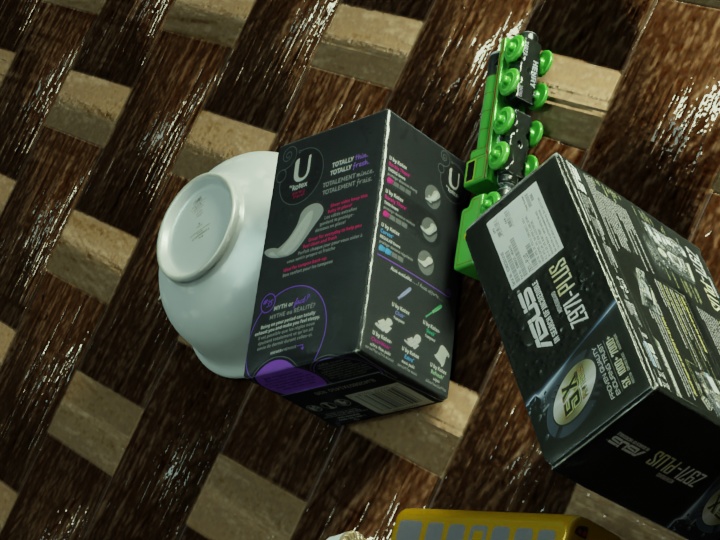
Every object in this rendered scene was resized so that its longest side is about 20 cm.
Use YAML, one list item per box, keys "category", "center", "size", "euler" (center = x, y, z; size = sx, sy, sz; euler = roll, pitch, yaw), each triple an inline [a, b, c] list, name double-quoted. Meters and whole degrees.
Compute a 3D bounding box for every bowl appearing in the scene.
- category: "bowl"
  center: [-0.105, -0.020, 1.648]
  size: [0.200, 0.090, 0.203]
  euler: [-25, 52, 36]

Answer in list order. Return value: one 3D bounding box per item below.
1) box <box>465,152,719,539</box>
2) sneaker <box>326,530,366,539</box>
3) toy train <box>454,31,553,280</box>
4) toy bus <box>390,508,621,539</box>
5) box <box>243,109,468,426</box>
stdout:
- category: "box"
  center: [0.169, 0.050, 1.247]
  size: [0.086, 0.163, 0.201]
  euler: [-40, 44, 24]
- category: "sneaker"
  center: [-0.058, 0.271, 1.393]
  size: [0.108, 0.070, 0.201]
  euler: [-19, 27, 26]
- category: "toy train"
  center: [0.106, -0.086, 1.496]
  size: [0.056, 0.041, 0.202]
  euler: [-21, 54, 52]
- category: "toy bus"
  center: [0.077, 0.205, 1.335]
  size: [0.199, 0.065, 0.079]
  euler: [-5, 64, 46]
- category: "box"
  center: [0.000, 0.000, 1.506]
  size: [0.122, 0.106, 0.202]
  euler: [-15, 57, 40]
